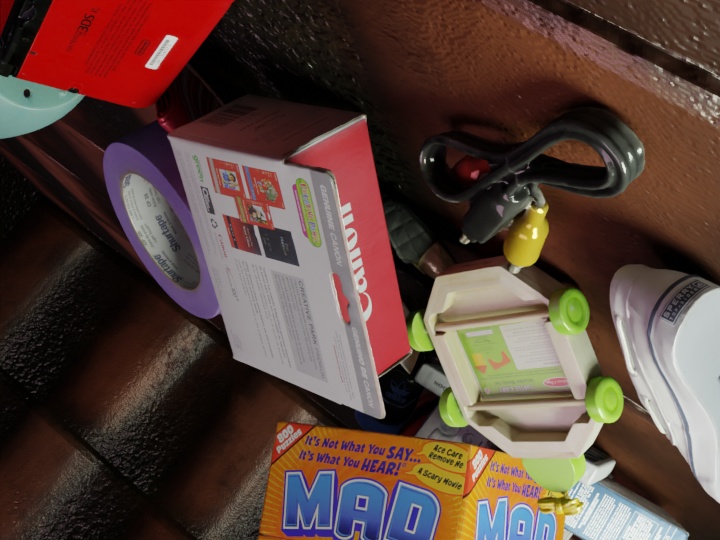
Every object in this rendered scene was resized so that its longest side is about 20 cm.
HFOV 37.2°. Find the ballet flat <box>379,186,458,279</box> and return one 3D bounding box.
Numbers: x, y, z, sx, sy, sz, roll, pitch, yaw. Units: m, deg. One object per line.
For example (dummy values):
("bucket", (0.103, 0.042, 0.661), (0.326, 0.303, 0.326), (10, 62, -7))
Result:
("ballet flat", (-0.005, -0.045, 0.854), (0.200, 0.057, 0.066), (35, 169, 20))

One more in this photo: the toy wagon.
("toy wagon", (0.120, 0.086, 0.789), (0.155, 0.040, 0.200), (-11, 107, 48))

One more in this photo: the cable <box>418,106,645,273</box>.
("cable", (0.092, -0.060, 0.590), (0.097, 0.050, 0.200), (55, 157, 5))

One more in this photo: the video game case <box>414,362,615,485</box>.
("video game case", (0.155, 0.148, 1.033), (0.182, 0.023, 0.200), (30, -179, 19))

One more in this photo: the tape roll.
("tape roll", (-0.170, -0.057, 1.085), (0.200, 0.085, 0.200), (39, 147, 31))

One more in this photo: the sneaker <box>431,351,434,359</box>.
("sneaker", (0.041, 0.103, 1.206), (0.084, 0.075, 0.200), (18, -169, 7))

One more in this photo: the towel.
("towel", (-0.113, -0.103, 0.910), (0.200, 0.022, 0.145), (49, -166, -40))

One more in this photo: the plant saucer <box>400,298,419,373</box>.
("plant saucer", (0.000, 0.000, 0.948), (0.200, 0.034, 0.200), (57, -179, -2))

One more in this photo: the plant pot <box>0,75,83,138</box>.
("plant pot", (-0.308, -0.201, 0.888), (0.161, 0.201, 0.201), (12, 154, 41))

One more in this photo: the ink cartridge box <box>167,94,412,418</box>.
("ink cartridge box", (-0.034, -0.013, 0.782), (0.175, 0.084, 0.200), (18, 130, 43))

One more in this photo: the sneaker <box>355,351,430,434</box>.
("sneaker", (0.040, 0.080, 1.077), (0.070, 0.078, 0.200), (22, -149, -10))

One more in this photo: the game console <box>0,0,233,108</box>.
("game console", (-0.189, -0.216, 0.725), (0.172, 0.119, 0.200), (11, 159, -26))

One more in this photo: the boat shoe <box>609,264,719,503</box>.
("boat shoe", (0.201, 0.066, 0.635), (0.065, 0.074, 0.200), (33, 158, 48))

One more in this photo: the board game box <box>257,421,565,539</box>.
("board game box", (0.046, 0.254, 0.950), (0.200, 0.200, 0.200), (1, 166, 35))

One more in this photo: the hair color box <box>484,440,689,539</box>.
("hair color box", (0.221, 0.230, 1.085), (0.200, 0.061, 0.100), (30, -178, 0))

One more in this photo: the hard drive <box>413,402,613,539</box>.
("hard drive", (0.155, 0.217, 1.167), (0.200, 0.140, 0.038), (38, 168, 7))

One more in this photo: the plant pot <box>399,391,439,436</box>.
("plant pot", (0.115, 0.261, 1.323), (0.182, 0.200, 0.200), (32, 168, 45))
